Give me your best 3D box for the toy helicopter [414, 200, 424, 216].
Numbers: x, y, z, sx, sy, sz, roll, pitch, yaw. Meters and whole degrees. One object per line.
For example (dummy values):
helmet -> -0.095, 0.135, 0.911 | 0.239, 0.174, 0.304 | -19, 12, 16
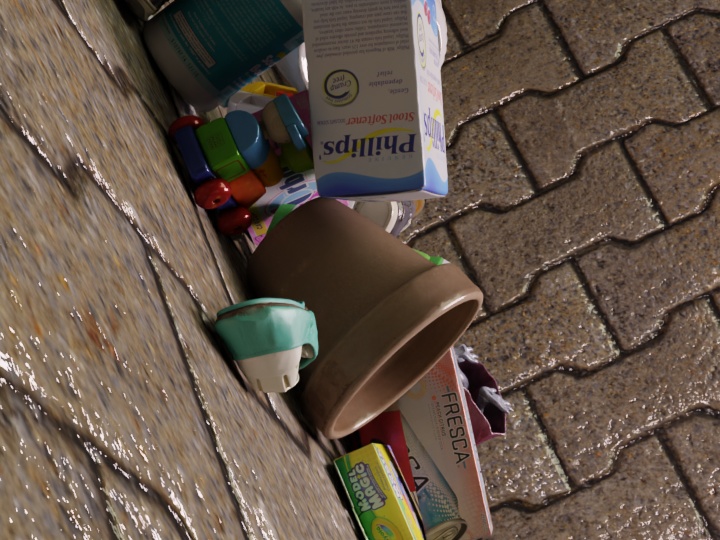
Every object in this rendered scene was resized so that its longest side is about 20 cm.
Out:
toy helicopter -> 0.003, -0.033, 1.773 | 0.132, 0.200, 0.079 | 38, 20, -43

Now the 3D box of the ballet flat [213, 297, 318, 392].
ballet flat -> -0.064, 0.058, 1.078 | 0.200, 0.067, 0.071 | 19, 59, -84

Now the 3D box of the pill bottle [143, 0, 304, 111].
pill bottle -> -0.110, -0.257, 1.412 | 0.111, 0.199, 0.111 | 53, 11, -14

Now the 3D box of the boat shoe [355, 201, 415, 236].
boat shoe -> 0.001, -0.012, 1.689 | 0.062, 0.200, 0.073 | -3, 45, -49

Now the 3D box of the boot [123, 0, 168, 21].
boot -> -0.174, -0.325, 1.402 | 0.073, 0.150, 0.200 | 51, 9, -16

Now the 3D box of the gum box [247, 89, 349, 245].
gum box -> -0.084, -0.104, 1.464 | 0.200, 0.113, 0.066 | 73, -7, -73

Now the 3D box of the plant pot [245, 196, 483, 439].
plant pot -> -0.014, 0.030, 1.324 | 0.175, 0.200, 0.200 | 46, -2, 14

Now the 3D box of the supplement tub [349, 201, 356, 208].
supplement tub -> -0.072, -0.122, 1.693 | 0.200, 0.144, 0.146 | -108, 173, -73

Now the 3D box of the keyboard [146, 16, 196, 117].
keyboard -> -0.191, -0.196, 1.462 | 0.056, 0.011, 0.201 | 62, 4, -53

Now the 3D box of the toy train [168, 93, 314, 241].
toy train -> -0.091, -0.090, 1.308 | 0.200, 0.115, 0.085 | 58, 7, -68

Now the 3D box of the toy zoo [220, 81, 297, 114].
toy zoo -> -0.067, -0.178, 1.590 | 0.131, 0.199, 0.021 | -55, 158, -69

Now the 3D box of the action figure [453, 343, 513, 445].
action figure -> 0.076, 0.187, 1.629 | 0.148, 0.200, 0.134 | 26, 35, -31

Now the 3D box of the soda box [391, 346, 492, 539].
soda box -> 0.080, 0.173, 1.423 | 0.064, 0.068, 0.201 | 45, 32, -80

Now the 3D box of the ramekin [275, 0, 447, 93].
ramekin -> 0.001, -0.256, 1.530 | 0.105, 0.199, 0.201 | -112, 176, -57

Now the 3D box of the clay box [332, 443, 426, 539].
clay box -> 0.023, 0.229, 1.375 | 0.200, 0.047, 0.116 | 54, 11, -81

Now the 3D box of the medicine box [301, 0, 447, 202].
medicine box -> 0.017, -0.167, 1.330 | 0.182, 0.102, 0.202 | -9, 94, -80

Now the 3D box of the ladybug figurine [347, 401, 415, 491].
ladybug figurine -> 0.027, 0.168, 1.538 | 0.136, 0.072, 0.201 | 37, -31, 52

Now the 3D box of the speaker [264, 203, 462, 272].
speaker -> 0.000, 0.000, 1.444 | 0.199, 0.089, 0.088 | 21, -2, 6
